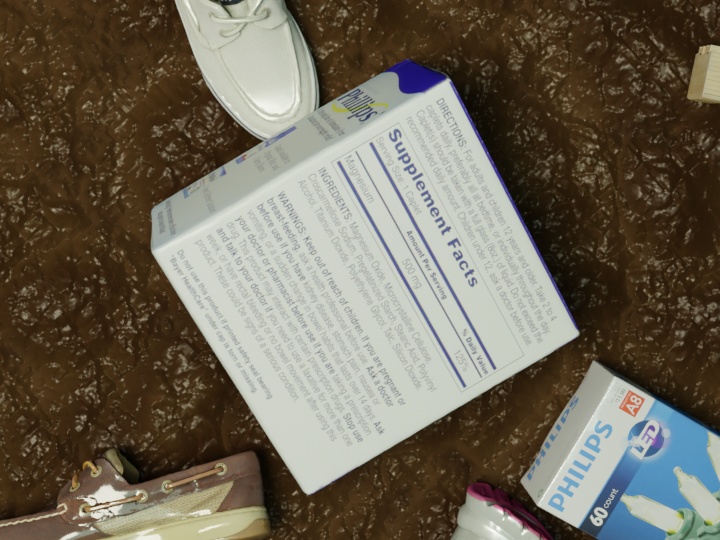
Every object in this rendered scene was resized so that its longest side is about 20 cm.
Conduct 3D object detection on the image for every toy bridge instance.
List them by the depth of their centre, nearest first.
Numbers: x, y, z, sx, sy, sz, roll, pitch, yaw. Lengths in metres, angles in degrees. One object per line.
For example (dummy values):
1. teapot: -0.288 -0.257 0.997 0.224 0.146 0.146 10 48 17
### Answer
1. toy bridge: 0.325 -0.130 0.835 0.200 0.027 0.067 9 95 -7

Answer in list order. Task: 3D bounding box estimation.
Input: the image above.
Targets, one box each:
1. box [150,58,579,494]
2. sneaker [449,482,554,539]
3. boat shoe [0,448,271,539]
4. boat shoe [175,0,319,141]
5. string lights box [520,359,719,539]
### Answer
1. box: 0.000 0.000 0.769 0.200 0.105 0.184 -30 109 -1
2. sneaker: 0.131 0.234 0.840 0.200 0.081 0.088 37 94 0
3. boat shoe: -0.161 0.153 0.809 0.199 0.072 0.072 -7 77 0
4. boat shoe: -0.081 -0.171 0.769 0.071 0.070 0.200 -21 101 -2
5. string lights box: 0.223 0.156 0.844 0.200 0.059 0.103 29 95 -8
